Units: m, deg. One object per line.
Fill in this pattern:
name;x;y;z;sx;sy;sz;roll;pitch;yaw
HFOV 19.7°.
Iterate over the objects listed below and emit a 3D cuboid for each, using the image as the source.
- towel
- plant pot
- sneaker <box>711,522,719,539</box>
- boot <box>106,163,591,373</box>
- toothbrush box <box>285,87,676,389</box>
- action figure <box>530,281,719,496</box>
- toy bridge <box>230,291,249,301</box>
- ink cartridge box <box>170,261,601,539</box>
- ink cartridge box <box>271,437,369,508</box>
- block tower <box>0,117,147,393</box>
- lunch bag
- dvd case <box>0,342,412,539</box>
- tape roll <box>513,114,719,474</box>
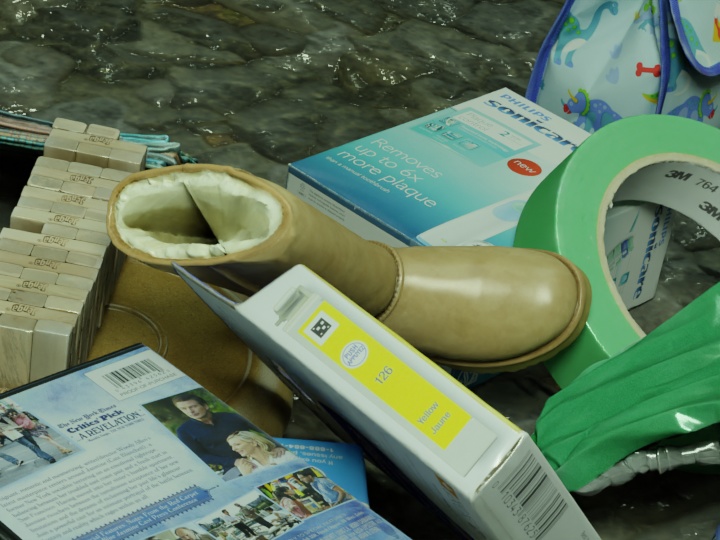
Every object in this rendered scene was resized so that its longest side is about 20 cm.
towel;-0.170;-0.075;1.212;0.146;0.022;0.200;11;0;0
plant pot;-0.132;0.044;1.056;0.200;0.028;0.200;7;35;-5
sneaker;0.262;0.147;0.999;0.200;0.079;0.075;6;31;-7
boot;0.000;0.000;1.012;0.175;0.066;0.200;-4;-16;25
toothbrush box;0.070;-0.022;1.223;0.146;0.085;0.200;33;37;33
action figure;0.155;0.061;1.016;0.200;0.055;0.118;-30;34;17
toy bridge;-0.116;0.050;1.104;0.200;0.027;0.067;-22;44;-40
ink cartridge box;0.026;0.076;0.955;0.047;0.198;0.200;-46;54;-5
ink cartridge box;-0.067;0.158;0.882;0.146;0.084;0.200;5;30;-8
block tower;-0.151;-0.002;1.031;0.054;0.058;0.200;10;35;0
lunch bag;0.212;-0.165;1.387;0.127;0.200;0.170;28;34;29
dvd case;-0.086;0.101;0.871;0.143;0.018;0.200;-21;41;-40
tape roll;0.181;0.011;1.138;0.200;0.048;0.201;14;57;-22
